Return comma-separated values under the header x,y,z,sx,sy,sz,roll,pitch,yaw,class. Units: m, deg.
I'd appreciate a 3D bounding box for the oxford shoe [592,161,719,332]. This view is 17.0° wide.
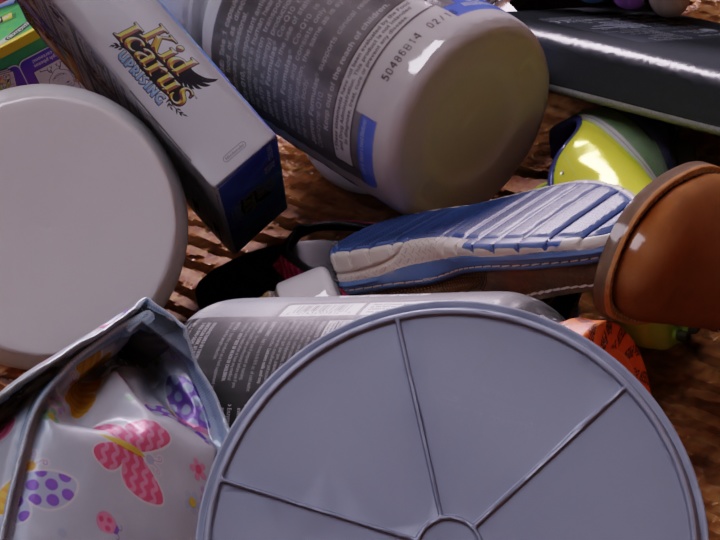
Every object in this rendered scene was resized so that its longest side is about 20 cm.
x,y,z,sx,sy,sz,roll,pitch,yaw,class
0.170,-0.003,1.036,0.071,0.072,0.200,28,19,34,oxford shoe

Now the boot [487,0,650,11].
x,y,z,sx,sy,sz,roll,pitch,yaw,class
0.114,-0.171,1.383,0.200,0.075,0.097,-32,36,-10,boot

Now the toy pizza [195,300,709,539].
x,y,z,sx,sy,sz,roll,pitch,yaw,class
0.035,0.111,0.937,0.200,0.032,0.201,-1,75,5,toy pizza

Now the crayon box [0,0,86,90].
x,y,z,sx,sy,sz,roll,pitch,yaw,class
-0.197,-0.094,1.429,0.200,0.119,0.058,-29,33,-9,crayon box

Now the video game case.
x,y,z,sx,sy,sz,roll,pitch,yaw,class
-0.113,-0.104,1.250,0.045,0.181,0.200,-42,-6,-6,video game case

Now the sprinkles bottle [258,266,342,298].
x,y,z,sx,sy,sz,roll,pitch,yaw,class
-0.094,0.067,1.177,0.200,0.068,0.068,-24,32,1,sprinkles bottle

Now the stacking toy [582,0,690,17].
x,y,z,sx,sy,sz,roll,pitch,yaw,class
0.081,-0.188,1.297,0.199,0.086,0.085,7,40,12,stacking toy

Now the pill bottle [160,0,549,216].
x,y,z,sx,sy,sz,roll,pitch,yaw,class
-0.009,-0.115,1.239,0.114,0.114,0.200,-38,49,-22,pill bottle

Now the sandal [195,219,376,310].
x,y,z,sx,sy,sz,roll,pitch,yaw,class
0.000,0.000,1.235,0.200,0.045,0.075,1,42,34,sandal

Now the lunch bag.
x,y,z,sx,sy,sz,roll,pitch,yaw,class
-0.144,0.125,0.998,0.170,0.127,0.200,-37,31,40,lunch bag

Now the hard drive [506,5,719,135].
x,y,z,sx,sy,sz,roll,pitch,yaw,class
0.167,-0.104,1.234,0.139,0.033,0.200,-7,18,-39,hard drive

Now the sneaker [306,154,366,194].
x,y,z,sx,sy,sz,roll,pitch,yaw,class
-0.018,-0.140,1.351,0.080,0.147,0.200,-24,31,-9,sneaker

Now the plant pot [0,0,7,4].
x,y,z,sx,sy,sz,roll,pitch,yaw,class
-0.200,-0.191,1.522,0.179,0.200,0.200,-48,37,-9,plant pot

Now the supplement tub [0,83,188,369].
x,y,z,sx,sy,sz,roll,pitch,yaw,class
-0.160,-0.021,1.219,0.140,0.141,0.200,-28,4,-7,supplement tub

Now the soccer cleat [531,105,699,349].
x,y,z,sx,sy,sz,roll,pitch,yaw,class
0.122,-0.020,1.161,0.083,0.065,0.200,-1,29,5,soccer cleat

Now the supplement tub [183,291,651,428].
x,y,z,sx,sy,sz,roll,pitch,yaw,class
0.018,0.071,1.049,0.200,0.123,0.123,-1,39,30,supplement tub

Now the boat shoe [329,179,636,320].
x,y,z,sx,sy,sz,roll,pitch,yaw,class
0.068,0.006,1.111,0.072,0.073,0.200,-30,14,-31,boat shoe
